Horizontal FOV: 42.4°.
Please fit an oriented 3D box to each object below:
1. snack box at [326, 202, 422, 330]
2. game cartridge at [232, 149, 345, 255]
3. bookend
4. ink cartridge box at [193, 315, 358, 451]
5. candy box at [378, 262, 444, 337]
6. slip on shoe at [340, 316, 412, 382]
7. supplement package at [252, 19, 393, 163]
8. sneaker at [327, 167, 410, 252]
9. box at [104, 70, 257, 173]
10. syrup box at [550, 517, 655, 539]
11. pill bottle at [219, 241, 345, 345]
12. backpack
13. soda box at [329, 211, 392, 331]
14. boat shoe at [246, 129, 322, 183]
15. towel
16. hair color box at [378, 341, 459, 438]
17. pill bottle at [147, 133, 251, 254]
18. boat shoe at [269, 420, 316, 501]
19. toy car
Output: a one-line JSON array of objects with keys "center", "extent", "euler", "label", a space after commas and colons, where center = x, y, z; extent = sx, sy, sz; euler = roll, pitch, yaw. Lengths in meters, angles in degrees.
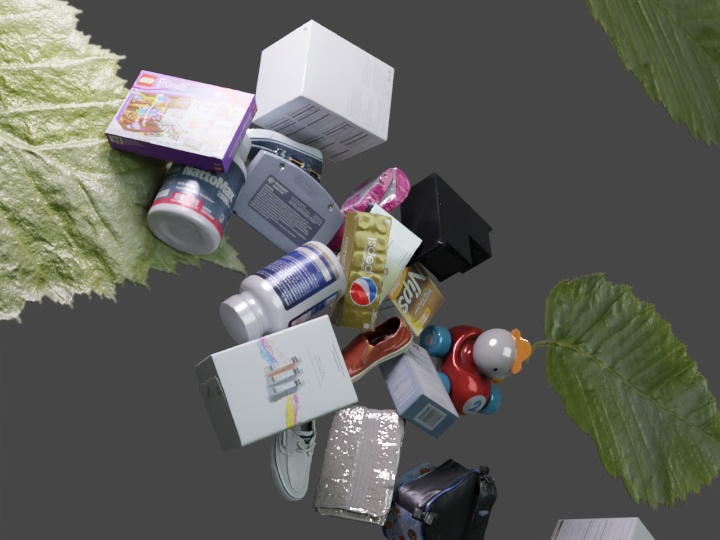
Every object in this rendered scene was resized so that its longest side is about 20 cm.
[{"center": [0.010, -0.006, 1.671], "extent": [0.116, 0.037, 0.201], "euler": [37, 81, -19], "label": "snack box"}, {"center": [-0.126, -0.109, 1.598], "extent": [0.200, 0.041, 0.134], "euler": [40, 83, -28], "label": "game cartridge"}, {"center": [0.175, -0.050, 1.806], "extent": [0.200, 0.092, 0.200], "euler": [39, 34, -34], "label": "bookend"}, {"center": [-0.134, 0.177, 1.434], "extent": [0.199, 0.145, 0.146], "euler": [-17, 83, -23], "label": "ink cartridge box"}, {"center": [0.066, 0.018, 1.765], "extent": [0.201, 0.055, 0.116], "euler": [54, 51, -16], "label": "candy box"}, {"center": [0.001, 0.141, 1.627], "extent": [0.199, 0.074, 0.062], "euler": [-27, 124, -16], "label": "slip on shoe"}, {"center": [-0.066, -0.316, 1.672], "extent": [0.199, 0.150, 0.153], "euler": [22, 65, -37], "label": "supplement package"}, {"center": [0.004, -0.107, 1.730], "extent": [0.200, 0.088, 0.082], "euler": [-43, 107, -17], "label": "sneaker"}, {"center": [-0.277, -0.233, 1.445], "extent": [0.039, 0.198, 0.138], "euler": [85, 23, -57], "label": "box"}, {"center": [0.494, 0.564, 1.906], "extent": [0.079, 0.199, 0.082], "euler": [50, 49, -19], "label": "syrup box"}, {"center": [-0.130, 0.042, 1.533], "extent": [0.199, 0.111, 0.112], "euler": [-32, 100, -31], "label": "pill bottle"}, {"center": [0.124, 0.442, 1.624], "extent": [0.199, 0.153, 0.192], "euler": [-16, 110, -40], "label": "backpack"}, {"center": [0.000, 0.000, 1.613], "extent": [0.067, 0.064, 0.202], "euler": [8, 91, -19], "label": "soda box"}, {"center": [-0.143, -0.181, 1.619], "extent": [0.199, 0.071, 0.092], "euler": [11, 70, -41], "label": "boat shoe"}, {"center": [-0.001, 0.326, 1.580], "extent": [0.035, 0.131, 0.201], "euler": [76, 23, -62], "label": "towel"}, {"center": [0.095, 0.198, 1.663], "extent": [0.099, 0.061, 0.200], "euler": [35, 17, -30], "label": "hair color box"}, {"center": [-0.249, -0.139, 1.479], "extent": [0.119, 0.119, 0.201], "euler": [36, 56, -30], "label": "pill bottle"}, {"center": [-0.107, 0.276, 1.529], "extent": [0.073, 0.065, 0.202], "euler": [2, 77, -42], "label": "boat shoe"}, {"center": [0.244, 0.183, 1.784], "extent": [0.183, 0.199, 0.178], "euler": [17, 67, -38], "label": "toy car"}]
